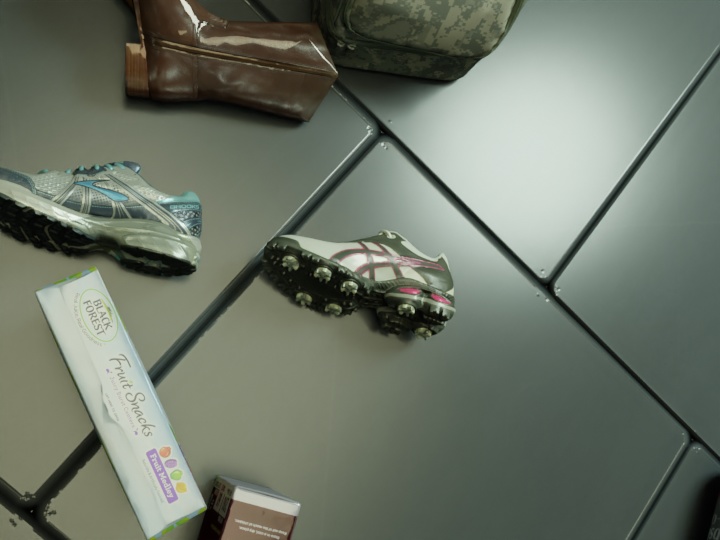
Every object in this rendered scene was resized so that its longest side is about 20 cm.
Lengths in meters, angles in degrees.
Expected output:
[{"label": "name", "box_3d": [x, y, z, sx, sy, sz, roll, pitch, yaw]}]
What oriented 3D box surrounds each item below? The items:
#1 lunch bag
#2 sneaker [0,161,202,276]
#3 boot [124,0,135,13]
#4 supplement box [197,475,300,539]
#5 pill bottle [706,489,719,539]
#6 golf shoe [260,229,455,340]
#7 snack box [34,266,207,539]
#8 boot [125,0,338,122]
[{"label": "lunch bag", "box_3d": [0.056, -0.285, 0.757, 0.200, 0.168, 0.140, 4, 79, -18]}, {"label": "sneaker", "box_3d": [-0.237, -0.059, 0.679, 0.200, 0.078, 0.086, 18, 63, -22]}, {"label": "boot", "box_3d": [-0.272, -0.312, 0.721, 0.200, 0.068, 0.188, 47, 66, -17]}, {"label": "supplement box", "box_3d": [-0.116, 0.281, 0.635, 0.061, 0.109, 0.200, 19, 74, -14]}, {"label": "pill bottle", "box_3d": [0.427, 0.314, 0.810, 0.116, 0.116, 0.200, 28, 73, -13]}, {"label": "golf shoe", "box_3d": [0.000, 0.000, 0.752, 0.200, 0.077, 0.088, 20, 55, -17]}, {"label": "snack box", "box_3d": [-0.194, 0.106, 0.619, 0.053, 0.142, 0.200, -25, 89, -21]}, {"label": "boot", "box_3d": [-0.116, -0.241, 0.723, 0.200, 0.064, 0.187, 3, 114, -15]}]
